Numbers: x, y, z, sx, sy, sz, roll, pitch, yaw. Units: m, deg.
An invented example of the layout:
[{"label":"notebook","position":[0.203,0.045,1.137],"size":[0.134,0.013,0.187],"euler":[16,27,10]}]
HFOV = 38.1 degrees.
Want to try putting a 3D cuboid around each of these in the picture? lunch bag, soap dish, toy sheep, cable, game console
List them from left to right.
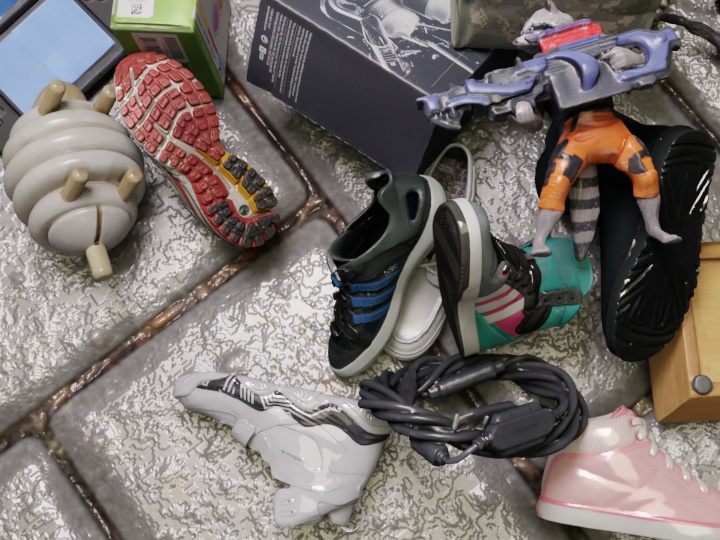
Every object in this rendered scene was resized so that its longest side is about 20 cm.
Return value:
[{"label":"game console","position":[-0.327,-0.239,0.979],"size":[0.200,0.119,0.172],"euler":[-45,79,-7]},{"label":"toy sheep","position":[-0.254,-0.083,0.933],"size":[0.137,0.138,0.201],"euler":[-16,65,-1]},{"label":"cable","position":[0.095,0.111,0.867],"size":[0.162,0.199,0.051],"euler":[14,109,44]},{"label":"lunch bag","position":[0.158,-0.285,0.870],"size":[0.162,0.118,0.201],"euler":[3,55,-5]},{"label":"soap dish","position":[0.350,0.046,0.901],"size":[0.198,0.081,0.159],"euler":[-3,77,3]}]

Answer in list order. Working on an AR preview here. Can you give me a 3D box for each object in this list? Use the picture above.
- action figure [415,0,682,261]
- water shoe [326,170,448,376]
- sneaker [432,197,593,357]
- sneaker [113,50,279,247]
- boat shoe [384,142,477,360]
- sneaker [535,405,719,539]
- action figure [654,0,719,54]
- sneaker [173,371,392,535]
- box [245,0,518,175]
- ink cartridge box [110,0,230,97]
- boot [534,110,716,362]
[{"label":"action figure","position":[0.143,-0.106,0.795],"size":[0.198,0.105,0.195],"euler":[-8,83,1]},{"label":"water shoe","position":[0.000,0.000,0.893],"size":[0.078,0.072,0.201],"euler":[12,116,-30]},{"label":"sneaker","position":[0.128,-0.002,0.844],"size":[0.120,0.200,0.084],"euler":[-17,60,-3]},{"label":"sneaker","position":[-0.156,-0.102,0.933],"size":[0.078,0.082,0.201],"euler":[-37,101,-21]},{"label":"boat shoe","position":[0.063,-0.019,0.935],"size":[0.072,0.069,0.201],"euler":[22,79,7]},{"label":"sneaker","position":[0.253,0.171,0.879],"size":[0.198,0.075,0.106],"euler":[7,83,9]},{"label":"action figure","position":[0.270,-0.271,0.968],"size":[0.199,0.102,0.120],"euler":[21,80,4]},{"label":"sneaker","position":[-0.077,0.155,0.898],"size":[0.198,0.075,0.116],"euler":[11,82,10]},{"label":"box","position":[0.032,-0.208,0.923],"size":[0.181,0.104,0.200],"euler":[33,53,8]},{"label":"ink cartridge box","position":[-0.167,-0.283,0.965],"size":[0.075,0.148,0.202],"euler":[3,77,4]},{"label":"boot","position":[0.214,-0.041,0.900],"size":[0.076,0.168,0.202],"euler":[3,104,-25]}]
